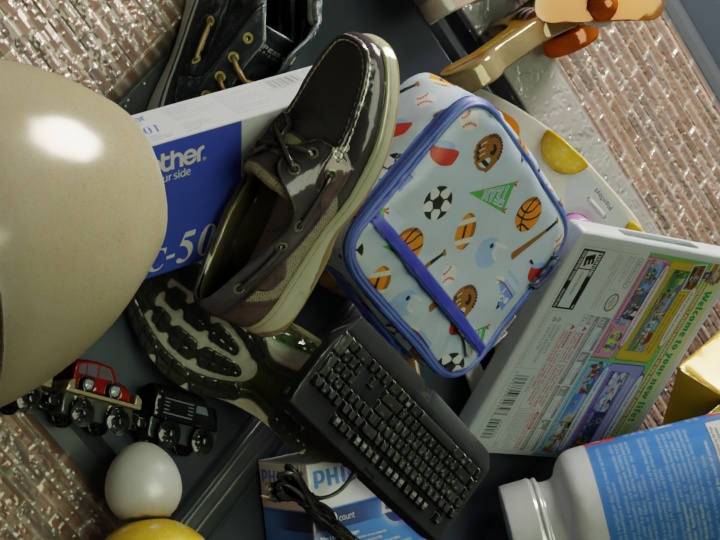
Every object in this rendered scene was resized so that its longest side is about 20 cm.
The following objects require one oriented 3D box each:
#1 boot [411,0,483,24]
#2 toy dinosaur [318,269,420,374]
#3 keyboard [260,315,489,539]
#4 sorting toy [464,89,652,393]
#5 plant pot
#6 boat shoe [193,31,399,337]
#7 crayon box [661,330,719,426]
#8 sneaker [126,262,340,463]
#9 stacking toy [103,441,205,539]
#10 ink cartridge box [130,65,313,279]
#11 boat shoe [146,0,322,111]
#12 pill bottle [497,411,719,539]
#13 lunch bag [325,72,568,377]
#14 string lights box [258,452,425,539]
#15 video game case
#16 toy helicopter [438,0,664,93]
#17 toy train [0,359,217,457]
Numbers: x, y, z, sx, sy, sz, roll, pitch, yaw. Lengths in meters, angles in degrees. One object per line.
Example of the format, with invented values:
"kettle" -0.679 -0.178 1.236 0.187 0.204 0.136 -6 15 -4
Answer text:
"boot" 0.028 -0.247 1.257 0.200 0.070 0.147 -24 91 -48
"toy dinosaur" 0.000 0.000 1.256 0.200 0.060 0.106 37 92 -30
"keyboard" 0.007 0.126 1.158 0.127 0.021 0.200 -50 132 -7
"sorting toy" 0.113 0.000 1.329 0.200 0.107 0.180 44 81 -29
"plant pot" -0.188 -0.033 0.987 0.134 0.200 0.201 -18 99 -34
"boat shoe" -0.041 -0.055 1.076 0.065 0.072 0.201 15 106 -47
"crayon box" 0.307 0.102 1.457 0.200 0.051 0.127 -34 146 -36
"sneaker" -0.075 0.049 1.182 0.200 0.089 0.077 38 106 -15
"stacking toy" -0.124 0.205 1.091 0.146 0.146 0.201 6 73 -39
"ink cartridge box" -0.080 -0.065 1.119 0.199 0.044 0.094 -19 128 -34
"boat shoe" -0.084 -0.124 1.156 0.071 0.091 0.201 20 76 -37
"pill bottle" 0.209 0.178 1.320 0.199 0.112 0.113 -13 98 0
"lunch bag" 0.053 -0.022 1.183 0.160 0.075 0.200 -51 137 -10
"string lights box" -0.005 0.224 1.225 0.102 0.059 0.201 -7 92 -40
"video game case" 0.179 0.059 1.339 0.181 0.022 0.201 8 119 -39
"toy helicopter" 0.137 -0.180 1.316 0.200 0.132 0.079 -38 111 -34
"toy train" -0.172 0.078 1.110 0.199 0.034 0.046 19 72 -38
